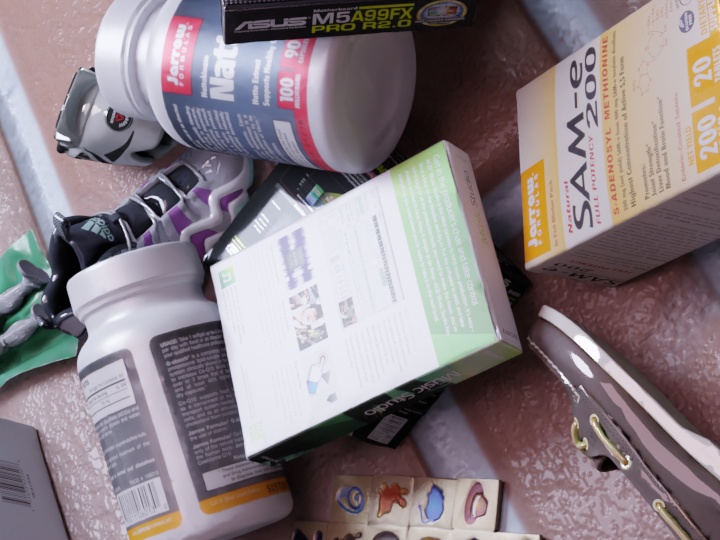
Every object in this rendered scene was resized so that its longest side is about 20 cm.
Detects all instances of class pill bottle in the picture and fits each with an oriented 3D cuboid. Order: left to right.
[{"bbox_3d":[-0.128,0.090,1.152,0.116,0.116,0.201,-23,80,28],"label":"pill bottle"},{"bbox_3d":[-0.075,-0.136,1.129,0.199,0.119,0.120,10,82,30],"label":"pill bottle"}]

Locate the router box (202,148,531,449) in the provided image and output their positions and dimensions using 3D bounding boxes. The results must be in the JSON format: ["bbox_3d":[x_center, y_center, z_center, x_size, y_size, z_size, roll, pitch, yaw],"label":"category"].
[{"bbox_3d":[0.000,0.000,1.150,0.150,0.062,0.200,-51,53,12],"label":"router box"}]

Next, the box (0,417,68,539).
[{"bbox_3d":[-0.337,0.216,1.307,0.200,0.097,0.125,-37,58,21],"label":"box"}]

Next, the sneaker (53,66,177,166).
[{"bbox_3d":[-0.184,-0.110,1.288,0.200,0.088,0.074,-133,62,-80],"label":"sneaker"}]

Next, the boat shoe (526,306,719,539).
[{"bbox_3d":[0.162,0.098,0.992,0.060,0.072,0.200,-51,57,7],"label":"boat shoe"}]

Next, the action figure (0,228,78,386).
[{"bbox_3d":[-0.323,0.067,1.375,0.200,0.055,0.119,-36,60,27],"label":"action figure"}]

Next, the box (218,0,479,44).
[{"bbox_3d":[-0.017,-0.243,1.051,0.159,0.044,0.201,-4,68,-7],"label":"box"}]

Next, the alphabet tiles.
[{"bbox_3d":[0.027,0.218,1.098,0.199,0.006,0.167,-3,74,36],"label":"alphabet tiles"}]

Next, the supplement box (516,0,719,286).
[{"bbox_3d":[0.177,-0.080,0.991,0.200,0.073,0.127,-32,55,56],"label":"supplement box"}]

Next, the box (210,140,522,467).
[{"bbox_3d":[-0.001,0.024,1.082,0.200,0.036,0.145,-27,61,28],"label":"box"}]

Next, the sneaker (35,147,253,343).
[{"bbox_3d":[-0.168,-0.032,1.233,0.078,0.140,0.201,31,95,39],"label":"sneaker"}]
